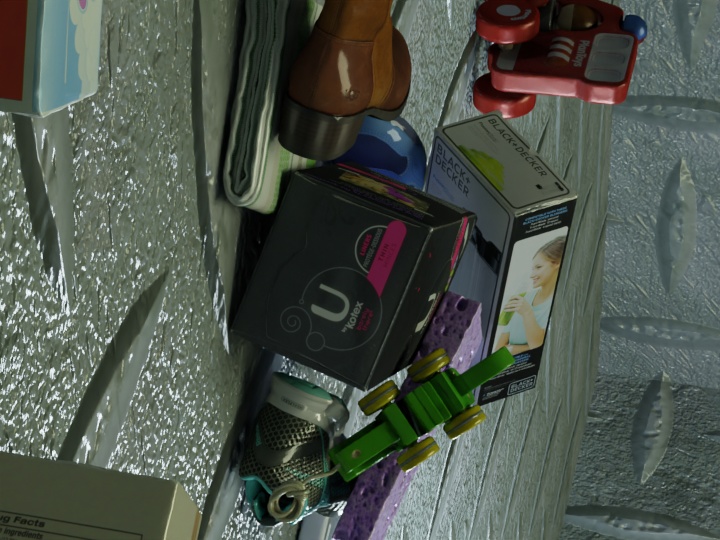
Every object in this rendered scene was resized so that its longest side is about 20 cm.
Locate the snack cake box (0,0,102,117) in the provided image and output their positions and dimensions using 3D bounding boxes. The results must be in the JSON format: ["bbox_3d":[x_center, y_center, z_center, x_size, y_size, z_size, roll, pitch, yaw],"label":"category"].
[{"bbox_3d":[-0.146,-0.161,0.811,0.067,0.115,0.200,-43,140,-73],"label":"snack cake box"}]

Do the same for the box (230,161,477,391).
[{"bbox_3d":[0.000,0.000,1.639,0.200,0.106,0.122,-21,134,-77],"label":"box"}]

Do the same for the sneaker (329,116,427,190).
[{"bbox_3d":[0.008,-0.041,1.809,0.200,0.074,0.082,85,19,-45],"label":"sneaker"}]

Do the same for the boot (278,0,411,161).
[{"bbox_3d":[0.009,-0.191,1.520,0.188,0.068,0.200,-39,150,-58],"label":"boot"}]

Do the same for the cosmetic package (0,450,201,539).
[{"bbox_3d":[-0.146,0.192,1.094,0.071,0.105,0.200,72,29,-70],"label":"cosmetic package"}]

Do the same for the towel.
[{"bbox_3d":[-0.054,-0.112,1.574,0.200,0.031,0.150,7,93,-81],"label":"towel"}]

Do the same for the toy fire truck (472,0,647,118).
[{"bbox_3d":[0.209,-0.235,2.454,0.200,0.168,0.112,-66,161,-55],"label":"toy fire truck"}]

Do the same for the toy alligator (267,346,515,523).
[{"bbox_3d":[0.019,0.113,1.633,0.059,0.200,0.054,56,-8,5],"label":"toy alligator"}]

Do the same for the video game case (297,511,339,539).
[{"bbox_3d":[-0.037,0.286,1.929,0.182,0.023,0.200,79,22,-60],"label":"video game case"}]

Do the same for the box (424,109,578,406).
[{"bbox_3d":[0.096,-0.008,1.815,0.117,0.060,0.200,51,-34,37],"label":"box"}]

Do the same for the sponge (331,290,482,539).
[{"bbox_3d":[0.035,0.119,1.717,0.112,0.030,0.200,82,33,-74],"label":"sponge"}]

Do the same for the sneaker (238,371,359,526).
[{"bbox_3d":[-0.049,0.146,1.692,0.091,0.077,0.200,-61,159,-18],"label":"sneaker"}]
